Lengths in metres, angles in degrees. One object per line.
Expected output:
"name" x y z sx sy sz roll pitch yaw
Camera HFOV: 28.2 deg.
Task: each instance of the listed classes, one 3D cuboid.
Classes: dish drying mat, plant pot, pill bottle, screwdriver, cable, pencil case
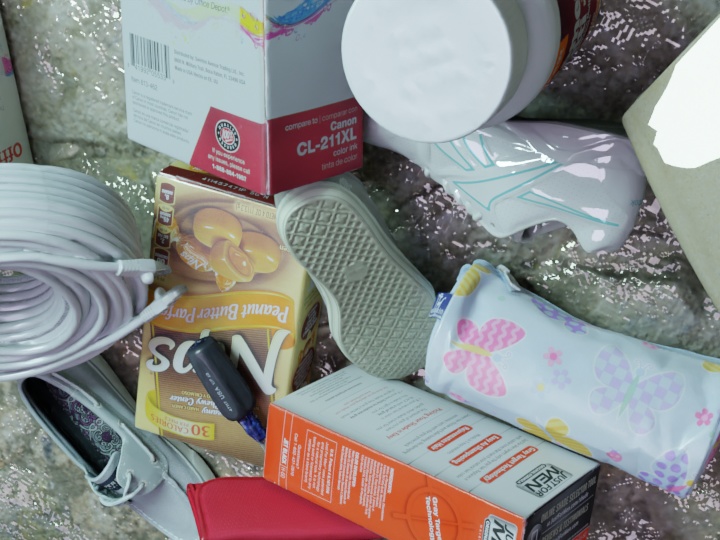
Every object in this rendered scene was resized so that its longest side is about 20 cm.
"dish drying mat" -0.014 0.158 0.962 0.198 0.077 0.018 2 110 -16
"plant pot" 0.258 -0.073 0.762 0.177 0.200 0.200 47 119 9
"pill bottle" 0.065 -0.141 0.795 0.109 0.200 0.111 7 113 17
"screwdriver" -0.057 0.128 0.994 0.029 0.028 0.201 -36 107 -3
"cable" -0.240 0.003 0.942 0.199 0.070 0.199 20 139 -38
"pencil case" 0.139 0.068 0.918 0.199 0.091 0.083 24 159 12

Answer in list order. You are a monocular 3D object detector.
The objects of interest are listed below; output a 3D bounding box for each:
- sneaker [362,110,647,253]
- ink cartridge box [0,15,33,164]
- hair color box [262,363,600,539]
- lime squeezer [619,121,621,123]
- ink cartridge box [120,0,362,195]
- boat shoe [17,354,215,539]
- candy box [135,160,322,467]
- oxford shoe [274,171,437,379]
"sneaker" 0.076 -0.060 0.858 0.199 0.070 0.081 16 107 31
"ink cartridge box" -0.324 -0.123 0.990 0.124 0.129 0.202 0 111 21
"hair color box" 0.044 0.131 0.938 0.199 0.101 0.062 20 115 33
"lime squeezer" 0.129 -0.087 0.893 0.198 0.038 0.071 -11 75 25
"ink cartridge box" -0.072 -0.164 0.850 0.145 0.082 0.202 24 122 43
"boat shoe" -0.182 0.142 1.074 0.070 0.072 0.201 -40 93 29
"candy box" -0.089 0.030 1.003 0.114 0.055 0.202 15 115 13
"oxford shoe" 0.000 0.000 0.932 0.075 0.058 0.200 -26 134 6
